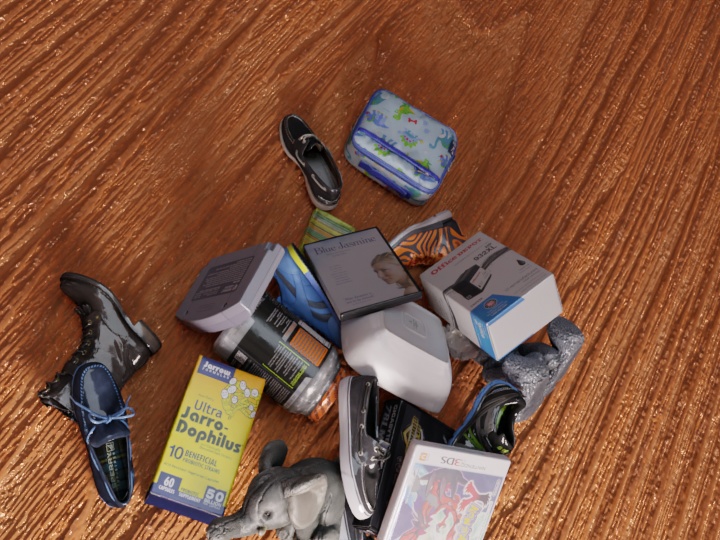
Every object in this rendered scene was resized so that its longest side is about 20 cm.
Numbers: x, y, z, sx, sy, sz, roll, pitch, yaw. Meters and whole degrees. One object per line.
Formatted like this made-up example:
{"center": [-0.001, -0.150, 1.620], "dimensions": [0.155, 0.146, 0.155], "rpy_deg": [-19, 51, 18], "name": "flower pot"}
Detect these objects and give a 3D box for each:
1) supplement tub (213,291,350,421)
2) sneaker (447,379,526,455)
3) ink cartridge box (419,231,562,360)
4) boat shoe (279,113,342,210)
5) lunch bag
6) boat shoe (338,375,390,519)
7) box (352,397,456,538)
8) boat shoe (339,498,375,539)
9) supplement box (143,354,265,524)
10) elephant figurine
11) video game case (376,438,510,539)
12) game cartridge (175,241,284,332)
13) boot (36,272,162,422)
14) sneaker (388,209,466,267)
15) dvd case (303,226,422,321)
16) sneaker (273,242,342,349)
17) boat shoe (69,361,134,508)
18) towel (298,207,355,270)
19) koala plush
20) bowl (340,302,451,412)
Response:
{"center": [-0.119, 0.134, 1.190], "dimensions": [0.199, 0.123, 0.123], "rpy_deg": [39, 60, -3], "name": "supplement tub"}
{"center": [0.191, 0.269, 1.190], "dimensions": [0.070, 0.082, 0.203], "rpy_deg": [31, 85, -37], "name": "sneaker"}
{"center": [0.213, 0.036, 1.282], "dimensions": [0.144, 0.200, 0.085], "rpy_deg": [-34, 125, -13], "name": "ink cartridge box"}
{"center": [-0.087, -0.206, 1.375], "dimensions": [0.072, 0.061, 0.204], "rpy_deg": [-12, 67, -26], "name": "boat shoe"}
{"center": [0.077, -0.229, 1.446], "dimensions": [0.198, 0.083, 0.163], "rpy_deg": [32, 63, -4], "name": "lunch bag"}
{"center": [0.012, 0.250, 1.112], "dimensions": [0.065, 0.070, 0.205], "rpy_deg": [-14, 64, 21], "name": "boat shoe"}
{"center": [0.094, 0.332, 1.196], "dimensions": [0.197, 0.049, 0.204], "rpy_deg": [34, 59, -29], "name": "box"}
{"center": [-0.008, 0.417, 1.149], "dimensions": [0.066, 0.072, 0.204], "rpy_deg": [-3, 63, -20], "name": "boat shoe"}
{"center": [-0.224, 0.246, 1.111], "dimensions": [0.107, 0.110, 0.204], "rpy_deg": [21, 62, -11], "name": "supplement box"}
{"center": [-0.103, 0.310, 1.064], "dimensions": [0.138, 0.200, 0.158], "rpy_deg": [-13, 56, 20], "name": "elephant figurine"}
{"center": [0.117, 0.355, 1.124], "dimensions": [0.179, 0.023, 0.205], "rpy_deg": [16, 97, -29], "name": "video game case"}
{"center": [-0.203, 0.030, 1.167], "dimensions": [0.041, 0.198, 0.135], "rpy_deg": [45, 57, -25], "name": "game cartridge"}
{"center": [-0.403, 0.120, 1.116], "dimensions": [0.199, 0.069, 0.175], "rpy_deg": [40, 60, -5], "name": "boot"}
{"center": [0.121, -0.026, 1.378], "dimensions": [0.198, 0.078, 0.113], "rpy_deg": [-28, 79, -28], "name": "sneaker"}
{"center": [0.000, 0.000, 1.260], "dimensions": [0.139, 0.018, 0.201], "rpy_deg": [-15, 39, -15], "name": "dvd case"}
{"center": [-0.088, 0.056, 1.265], "dimensions": [0.078, 0.066, 0.202], "rpy_deg": [-34, 97, 1], "name": "sneaker"}
{"center": [-0.342, 0.225, 1.064], "dimensions": [0.083, 0.068, 0.205], "rpy_deg": [-21, 98, -33], "name": "boat shoe"}
{"center": [-0.073, -0.008, 1.329], "dimensions": [0.084, 0.018, 0.204], "rpy_deg": [24, 62, -10], "name": "towel"}
{"center": [0.245, 0.141, 1.330], "dimensions": [0.176, 0.186, 0.199], "rpy_deg": [-31, 60, -36], "name": "koala plush"}
{"center": [0.067, 0.112, 1.237], "dimensions": [0.197, 0.075, 0.202], "rpy_deg": [29, 27, -17], "name": "bowl"}
